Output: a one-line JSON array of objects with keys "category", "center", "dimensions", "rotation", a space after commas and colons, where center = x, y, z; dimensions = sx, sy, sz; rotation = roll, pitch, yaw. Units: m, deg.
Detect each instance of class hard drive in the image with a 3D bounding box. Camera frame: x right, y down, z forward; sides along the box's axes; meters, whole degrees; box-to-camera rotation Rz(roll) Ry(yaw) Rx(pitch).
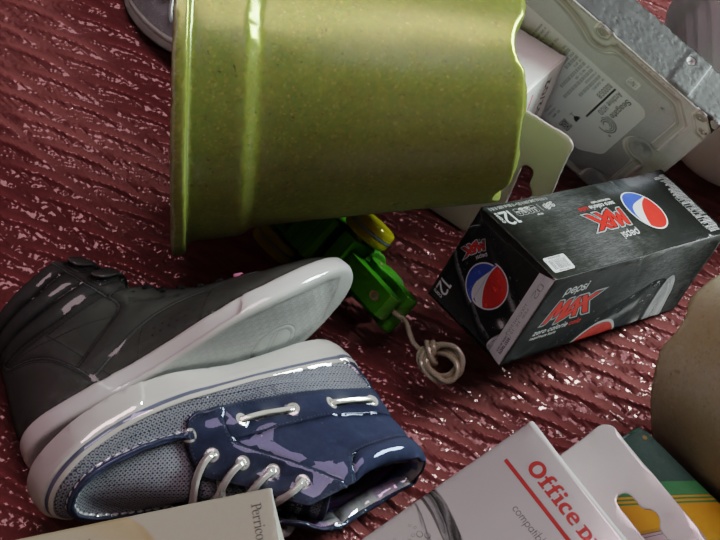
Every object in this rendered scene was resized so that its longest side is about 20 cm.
[{"category": "hard drive", "center": [0.129, -0.138, 1.032], "dimensions": [0.200, 0.140, 0.038], "rotation": [41, 63, -2]}]

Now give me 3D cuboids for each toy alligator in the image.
[{"category": "toy alligator", "center": [0.000, 0.000, 0.954], "dimensions": [0.200, 0.059, 0.054], "rotation": [46, 10, 24]}]

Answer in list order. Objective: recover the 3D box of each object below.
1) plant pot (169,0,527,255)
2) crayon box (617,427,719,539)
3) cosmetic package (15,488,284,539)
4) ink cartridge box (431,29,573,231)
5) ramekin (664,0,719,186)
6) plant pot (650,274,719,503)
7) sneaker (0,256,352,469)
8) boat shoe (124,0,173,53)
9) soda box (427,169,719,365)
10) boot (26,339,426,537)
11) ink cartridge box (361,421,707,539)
[{"category": "plant pot", "center": [-0.009, -0.106, 0.878], "dimensions": [0.183, 0.201, 0.201], "rotation": [1, 47, -5]}, {"category": "crayon box", "center": [0.165, 0.188, 0.823], "dimensions": [0.119, 0.058, 0.200], "rotation": [-25, 59, -36]}, {"category": "cosmetic package", "center": [-0.123, 0.171, 0.689], "dimensions": [0.199, 0.073, 0.104], "rotation": [-13, 51, -3]}, {"category": "ink cartridge box", "center": [0.052, -0.110, 1.029], "dimensions": [0.200, 0.115, 0.068], "rotation": [35, 47, 14]}, {"category": "ramekin", "center": [0.299, -0.120, 1.066], "dimensions": [0.200, 0.201, 0.098], "rotation": [11, 72, -8]}, {"category": "plant pot", "center": [0.262, 0.080, 0.853], "dimensions": [0.200, 0.201, 0.183], "rotation": [-19, 25, -32]}, {"category": "sneaker", "center": [-0.107, 0.020, 0.859], "dimensions": [0.200, 0.071, 0.099], "rotation": [-28, 60, -15]}, {"category": "boat shoe", "center": [-0.128, -0.221, 1.110], "dimensions": [0.074, 0.065, 0.202], "rotation": [-5, 50, -23]}, {"category": "soda box", "center": [0.133, -0.005, 0.955], "dimensions": [0.200, 0.071, 0.063], "rotation": [-12, 50, -48]}, {"category": "boot", "center": [-0.063, 0.099, 0.819], "dimensions": [0.199, 0.073, 0.090], "rotation": [-19, 51, -33]}, {"category": "ink cartridge box", "center": [0.069, 0.155, 0.755], "dimensions": [0.200, 0.068, 0.116], "rotation": [-34, 62, -8]}]
